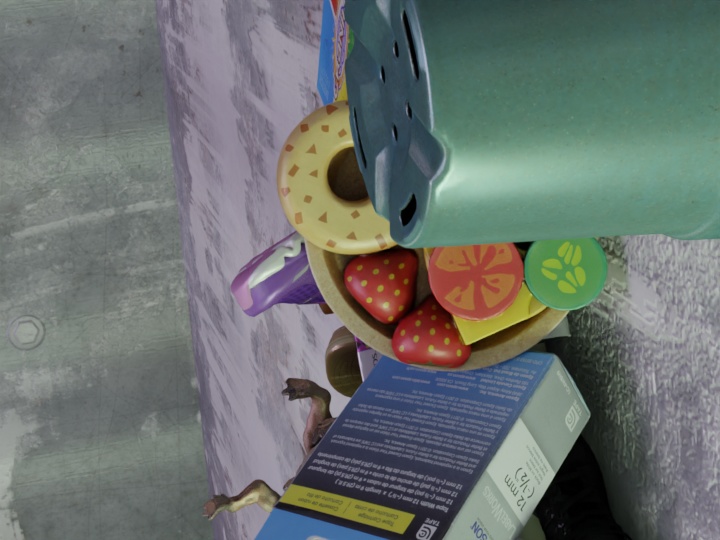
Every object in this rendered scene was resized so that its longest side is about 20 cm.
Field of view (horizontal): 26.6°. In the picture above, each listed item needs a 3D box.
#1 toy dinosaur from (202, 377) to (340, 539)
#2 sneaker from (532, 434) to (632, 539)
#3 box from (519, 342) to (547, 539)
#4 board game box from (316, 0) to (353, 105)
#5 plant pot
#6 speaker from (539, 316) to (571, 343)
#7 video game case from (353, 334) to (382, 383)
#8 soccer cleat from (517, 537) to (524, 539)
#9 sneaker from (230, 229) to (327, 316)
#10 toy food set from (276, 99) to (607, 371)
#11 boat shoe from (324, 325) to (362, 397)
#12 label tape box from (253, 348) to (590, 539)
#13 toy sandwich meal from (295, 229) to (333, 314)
[{"bbox_3d":[-0.018,0.163,1.095,0.085,0.201,0.136,11,154,48],"label":"toy dinosaur"},{"bbox_3d":[0.156,0.184,0.989,0.104,0.060,0.202,138,117,-76],"label":"sneaker"},{"bbox_3d":[0.102,0.126,1.122,0.095,0.077,0.202,124,136,-70],"label":"box"},{"bbox_3d":[0.004,-0.176,1.182,0.200,0.040,0.154,-110,22,-61],"label":"board game box"},{"bbox_3d":[0.102,-0.098,0.741,0.200,0.194,0.202,172,90,-76],"label":"plant pot"},{"bbox_3d":[0.091,-0.042,1.064,0.081,0.080,0.202,148,114,-75],"label":"speaker"},{"bbox_3d":[0.034,0.028,1.239,0.200,0.036,0.183,26,-129,-70],"label":"video game case"},{"bbox_3d":[0.104,0.223,1.016,0.200,0.069,0.087,124,140,-74],"label":"soccer cleat"},{"bbox_3d":[0.000,0.000,1.062,0.080,0.199,0.089,-24,89,49],"label":"sneaker"},{"bbox_3d":[0.058,-0.037,0.974,0.049,0.197,0.201,13,-128,-87],"label":"toy food set"},{"bbox_3d":[0.018,0.078,1.337,0.200,0.071,0.065,49,-145,-62],"label":"boat shoe"},{"bbox_3d":[0.037,0.139,0.984,0.143,0.201,0.066,5,141,44],"label":"label tape box"},{"bbox_3d":[-0.008,-0.034,1.377,0.205,0.070,0.207,-12,-90,-83],"label":"toy sandwich meal"}]
